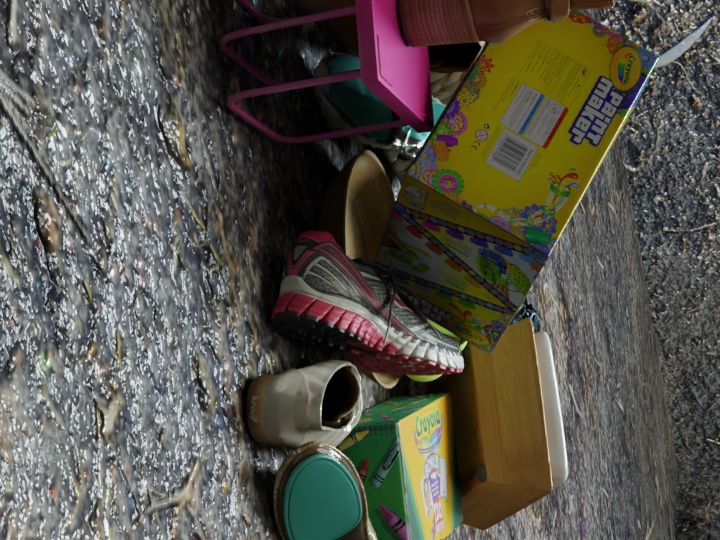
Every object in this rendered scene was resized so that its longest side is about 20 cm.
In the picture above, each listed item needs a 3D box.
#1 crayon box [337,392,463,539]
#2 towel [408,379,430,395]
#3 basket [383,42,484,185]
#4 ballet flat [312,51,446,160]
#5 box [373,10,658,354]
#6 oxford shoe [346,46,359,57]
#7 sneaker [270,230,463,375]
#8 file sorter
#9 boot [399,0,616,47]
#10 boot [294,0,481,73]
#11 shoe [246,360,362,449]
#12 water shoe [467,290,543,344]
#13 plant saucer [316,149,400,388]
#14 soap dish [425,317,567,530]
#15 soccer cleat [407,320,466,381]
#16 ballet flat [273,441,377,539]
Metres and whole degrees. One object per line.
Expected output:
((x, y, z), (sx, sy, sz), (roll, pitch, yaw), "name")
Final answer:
((0.035, 0.176, 1.372), (0.200, 0.058, 0.120), (-10, 94, -74), "crayon box")
((0.092, 0.007, 1.538), (0.147, 0.030, 0.201), (-73, -173, -54), "towel")
((0.095, -0.160, 1.537), (0.124, 0.135, 0.200), (60, 21, -15), "basket")
((0.011, -0.130, 1.375), (0.199, 0.071, 0.072), (19, 64, -50), "ballet flat")
((0.115, -0.076, 1.259), (0.201, 0.121, 0.193), (-58, 175, -25), "box")
((-0.013, -0.244, 1.392), (0.075, 0.070, 0.201), (-42, 132, -37), "oxford shoe")
((0.017, 0.033, 1.229), (0.200, 0.080, 0.075), (29, 65, -48), "sneaker")
((-0.031, -0.205, 1.167), (0.139, 0.124, 0.202), (29, 55, -69), "file sorter")
((0.113, -0.243, 1.173), (0.201, 0.154, 0.077), (-78, 154, -48), "boot")
((0.054, -0.191, 1.329), (0.200, 0.144, 0.071), (5, 107, -47), "boot")
((-0.027, 0.102, 1.191), (0.200, 0.053, 0.071), (5, 80, -74), "shoe")
((0.141, 0.033, 1.525), (0.200, 0.078, 0.072), (123, -12, -67), "water shoe")
((0.000, 0.000, 1.357), (0.200, 0.035, 0.202), (-6, 90, -75), "plant saucer")
((0.120, 0.149, 1.503), (0.200, 0.081, 0.159), (126, -39, -66), "soap dish")
((0.066, 0.003, 1.415), (0.084, 0.064, 0.202), (155, -53, -65), "soccer cleat")
((-0.025, 0.184, 1.180), (0.065, 0.070, 0.201), (-120, -169, -50), "ballet flat")
